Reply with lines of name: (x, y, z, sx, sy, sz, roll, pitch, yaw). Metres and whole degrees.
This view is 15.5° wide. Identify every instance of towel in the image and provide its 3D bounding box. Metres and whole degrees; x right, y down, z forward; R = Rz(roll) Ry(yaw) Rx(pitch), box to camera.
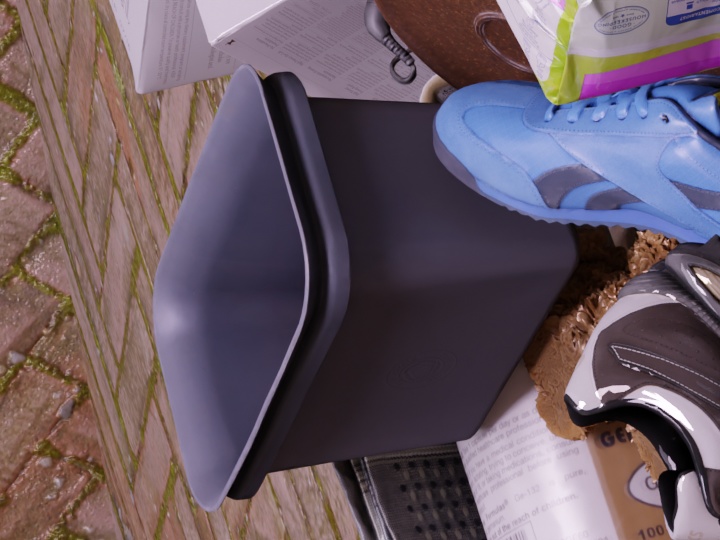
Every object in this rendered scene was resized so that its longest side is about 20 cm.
towel: (0.070, 0.126, 1.292, 0.035, 0.200, 0.193, -31, 70, 39)

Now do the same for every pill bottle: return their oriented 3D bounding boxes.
pill bottle: (0.104, 0.079, 1.239, 0.114, 0.114, 0.200, 116, 139, -68)

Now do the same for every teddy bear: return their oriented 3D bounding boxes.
teddy bear: (0.149, 0.032, 1.110, 0.200, 0.067, 0.145, -29, 85, 59)

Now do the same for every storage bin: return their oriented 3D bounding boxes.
storage bin: (0.000, 0.000, 1.148, 0.200, 0.134, 0.146, 117, 143, -51)

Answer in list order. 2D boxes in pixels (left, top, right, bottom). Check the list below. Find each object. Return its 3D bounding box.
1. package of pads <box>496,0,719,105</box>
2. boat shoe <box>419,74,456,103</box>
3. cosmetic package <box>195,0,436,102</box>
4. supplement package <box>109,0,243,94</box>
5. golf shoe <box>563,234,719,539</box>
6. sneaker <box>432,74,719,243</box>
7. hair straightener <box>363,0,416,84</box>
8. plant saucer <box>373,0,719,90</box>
package of pads: (0.100, -0.159, 0.951, 0.068, 0.154, 0.200, 96, 156, -53)
boat shoe: (0.062, -0.072, 1.269, 0.069, 0.071, 0.200, 39, -179, -5)
cosmetic package: (0.004, -0.121, 1.291, 0.200, 0.082, 0.051, 23, -139, -59)
supplement package: (-0.031, -0.184, 1.338, 0.117, 0.200, 0.117, 105, 148, -62)
golf shoe: (0.161, 0.083, 0.970, 0.200, 0.094, 0.078, 42, 163, 14)
sneaker: (0.116, -0.053, 1.027, 0.200, 0.066, 0.079, 19, 138, 30)
hair straightener: (0.047, -0.177, 1.218, 0.077, 0.041, 0.200, 29, -109, -57)
plant saucer: (0.072, -0.105, 1.093, 0.200, 0.037, 0.200, 28, 160, 11)
